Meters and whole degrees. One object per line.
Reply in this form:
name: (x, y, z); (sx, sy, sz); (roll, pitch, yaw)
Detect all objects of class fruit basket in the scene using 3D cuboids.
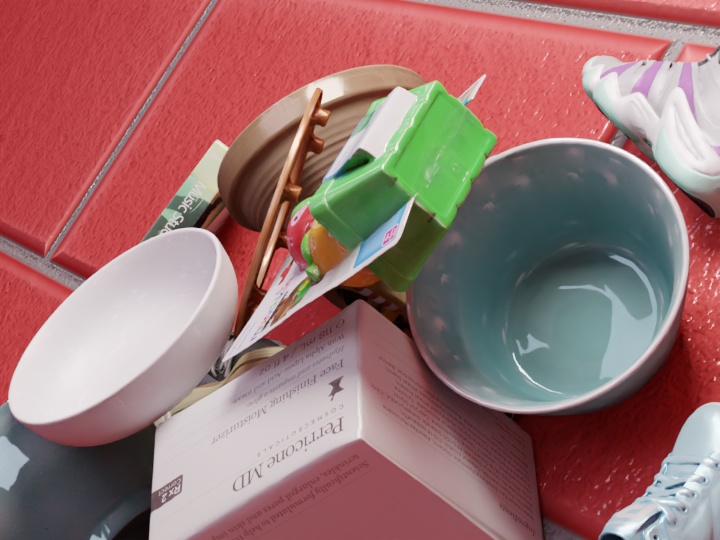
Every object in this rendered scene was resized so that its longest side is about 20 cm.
fruit basket: (-0.008, -0.039, 1.340); (0.200, 0.094, 0.185); (-28, 22, 42)

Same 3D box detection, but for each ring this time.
ring: (-0.057, -0.041, 1.486); (0.200, 0.019, 0.201); (19, -90, -90)

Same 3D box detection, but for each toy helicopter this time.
toy helicopter: (0.000, 0.000, 1.518); (0.079, 0.132, 0.200); (-63, -8, -15)

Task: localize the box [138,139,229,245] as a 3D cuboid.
box: (-0.173, -0.027, 1.862); (0.200, 0.036, 0.144); (-55, -4, 0)

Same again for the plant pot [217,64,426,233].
plant pot: (-0.011, -0.074, 1.650); (0.201, 0.201, 0.093); (-39, 64, 22)

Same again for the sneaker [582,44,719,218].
sneaker: (0.256, -0.137, 1.442); (0.140, 0.078, 0.200); (-46, 41, 9)

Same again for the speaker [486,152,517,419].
speaker: (0.102, 0.015, 1.484); (0.081, 0.081, 0.200); (-13, 49, 47)

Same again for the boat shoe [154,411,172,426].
boat shoe: (-0.154, 0.192, 1.671); (0.072, 0.068, 0.200); (-26, 56, 24)

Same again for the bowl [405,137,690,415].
bowl: (0.143, 0.020, 1.365); (0.200, 0.105, 0.201); (-11, 63, 22)

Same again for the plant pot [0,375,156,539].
plant pot: (-0.215, 0.198, 1.555); (0.134, 0.200, 0.200); (33, 87, 30)

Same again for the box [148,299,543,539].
box: (-0.010, 0.159, 1.372); (0.199, 0.200, 0.131); (-32, 37, 26)

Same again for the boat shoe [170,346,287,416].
boat shoe: (-0.090, 0.116, 1.573); (0.200, 0.072, 0.065); (-26, 40, 46)

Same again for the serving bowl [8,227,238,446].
serving bowl: (-0.166, 0.060, 1.477); (0.200, 0.066, 0.200); (-31, 28, 18)

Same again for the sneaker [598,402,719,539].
sneaker: (0.192, 0.161, 1.220); (0.074, 0.082, 0.200); (-12, 50, 46)

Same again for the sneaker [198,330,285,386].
sneaker: (-0.148, 0.069, 1.727); (0.200, 0.115, 0.075); (5, 63, 55)
